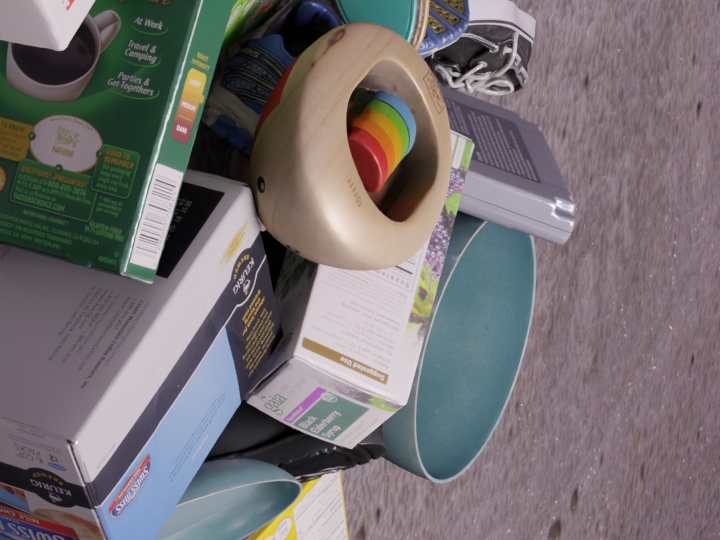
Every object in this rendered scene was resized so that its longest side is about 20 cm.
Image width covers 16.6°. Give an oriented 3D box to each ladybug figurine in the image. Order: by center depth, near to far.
[{"bbox_3d":[-0.008,-0.070,1.439,0.136,0.072,0.200,65,30,-14],"label":"ladybug figurine"}]

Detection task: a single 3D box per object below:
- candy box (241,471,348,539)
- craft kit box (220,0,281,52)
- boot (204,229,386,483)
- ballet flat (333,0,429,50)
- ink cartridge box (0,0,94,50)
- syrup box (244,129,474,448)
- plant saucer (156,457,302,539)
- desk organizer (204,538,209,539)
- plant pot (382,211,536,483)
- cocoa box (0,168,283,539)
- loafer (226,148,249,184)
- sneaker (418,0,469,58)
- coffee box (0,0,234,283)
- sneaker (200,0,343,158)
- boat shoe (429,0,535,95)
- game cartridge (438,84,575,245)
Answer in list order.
[{"bbox_3d":[-0.069,0.211,1.627,0.200,0.026,0.102,-45,142,-44],"label":"candy box"},{"bbox_3d":[-0.038,-0.216,1.428,0.200,0.048,0.198,-53,177,19],"label":"craft kit box"},{"bbox_3d":[-0.091,0.061,1.581,0.076,0.200,0.169,60,15,-68],"label":"boot"},{"bbox_3d":[0.004,-0.228,1.564,0.063,0.068,0.201,-19,92,-69],"label":"ballet flat"},{"bbox_3d":[-0.176,-0.229,1.223,0.145,0.084,0.200,-63,154,-27],"label":"ink cartridge box"},{"bbox_3d":[0.000,0.000,1.524,0.079,0.081,0.200,-44,-154,55],"label":"syrup box"},{"bbox_3d":[-0.132,0.159,1.489,0.027,0.200,0.200,66,18,15],"label":"plant saucer"},{"bbox_3d":[-0.102,0.152,1.642,0.077,0.072,0.201,44,64,-61],"label":"desk organizer"},{"bbox_3d":[0.025,0.038,1.772,0.200,0.134,0.201,-44,142,-49],"label":"plant pot"},{"bbox_3d":[-0.151,0.049,1.388,0.200,0.133,0.131,-58,152,-34],"label":"cocoa box"},{"bbox_3d":[-0.031,-0.099,1.663,0.200,0.072,0.063,-35,156,-53],"label":"loafer"},{"bbox_3d":[0.026,-0.174,1.672,0.088,0.075,0.200,-43,-173,31],"label":"sneaker"},{"bbox_3d":[-0.141,-0.103,1.333,0.044,0.123,0.201,18,86,-65],"label":"coffee box"},{"bbox_3d":[-0.033,-0.131,1.551,0.085,0.077,0.200,-51,-179,23],"label":"sneaker"},{"bbox_3d":[0.085,-0.166,1.859,0.199,0.073,0.068,6,84,-75],"label":"boat shoe"},{"bbox_3d":[0.076,-0.083,1.751,0.041,0.133,0.200,-63,-167,18],"label":"game cartridge"}]
